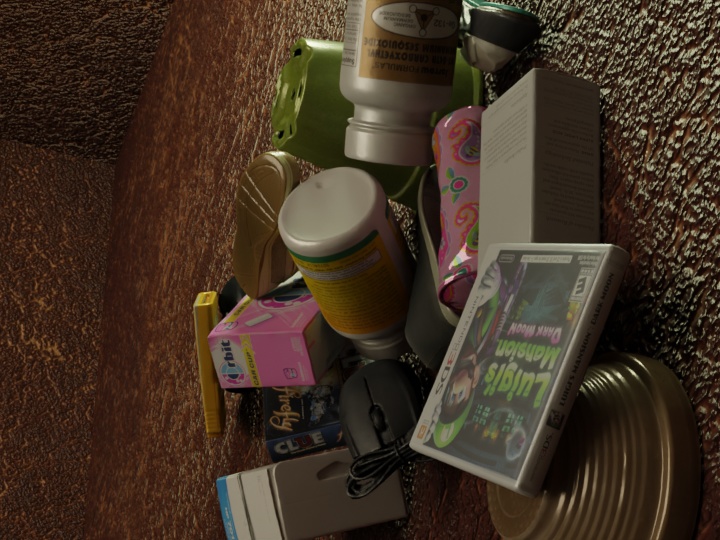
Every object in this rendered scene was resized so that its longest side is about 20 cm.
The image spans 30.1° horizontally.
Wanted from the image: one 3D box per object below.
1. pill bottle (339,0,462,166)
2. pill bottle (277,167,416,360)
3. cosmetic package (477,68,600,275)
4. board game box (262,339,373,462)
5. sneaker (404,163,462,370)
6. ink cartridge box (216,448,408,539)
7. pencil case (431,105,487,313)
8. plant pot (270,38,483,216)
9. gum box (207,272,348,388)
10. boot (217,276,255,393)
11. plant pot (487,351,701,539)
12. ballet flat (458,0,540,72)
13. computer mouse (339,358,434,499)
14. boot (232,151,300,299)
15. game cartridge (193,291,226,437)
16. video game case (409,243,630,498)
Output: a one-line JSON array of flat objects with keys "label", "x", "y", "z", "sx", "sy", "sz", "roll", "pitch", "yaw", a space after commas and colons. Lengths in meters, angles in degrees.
[{"label": "pill bottle", "x": 0.038, "y": -0.209, "z": 1.328, "sx": 0.114, "sy": 0.114, "sz": 0.201, "roll": -144, "pitch": 58, "yaw": -70}, {"label": "pill bottle", "x": 0.000, "y": 0.000, "z": 1.379, "sx": 0.113, "sy": 0.112, "sz": 0.200, "roll": -98, "pitch": -14, "yaw": -45}, {"label": "cosmetic package", "x": 0.154, "y": -0.061, "z": 1.154, "sx": 0.102, "sy": 0.074, "sz": 0.201, "roll": 143, "pitch": 134, "yaw": -62}, {"label": "board game box", "x": -0.043, "y": 0.121, "z": 1.512, "sx": 0.200, "sy": 0.135, "sz": 0.035, "roll": -99, "pitch": -6, "yaw": -53}, {"label": "sneaker", "x": 0.075, "y": -0.006, "z": 1.344, "sx": 0.106, "sy": 0.074, "sz": 0.201, "roll": 125, "pitch": 150, "yaw": -50}, {"label": "ink cartridge box", "x": -0.056, "y": 0.243, "z": 1.443, "sx": 0.200, "sy": 0.146, "sz": 0.086, "roll": 153, "pitch": 107, "yaw": -66}, {"label": "pencil case", "x": 0.111, "y": -0.055, "z": 1.263, "sx": 0.087, "sy": 0.087, "sz": 0.201, "roll": 127, "pitch": 148, "yaw": -52}, {"label": "plant pot", "x": 0.007, "y": -0.171, "z": 1.466, "sx": 0.200, "sy": 0.189, "sz": 0.201, "roll": -169, "pitch": 90, "yaw": -71}, {"label": "gum box", "x": -0.073, "y": 0.054, "z": 1.486, "sx": 0.200, "sy": 0.113, "sz": 0.066, "roll": -52, "pitch": -47, "yaw": -59}, {"label": "boot", "x": -0.176, "y": 0.069, "z": 2.007, "sx": 0.200, "sy": 0.076, "sz": 0.169, "roll": 105, "pitch": 165, "yaw": -58}, {"label": "plant pot", "x": 0.156, "y": 0.155, "z": 0.984, "sx": 0.201, "sy": 0.092, "sz": 0.202, "roll": -168, "pitch": 90, "yaw": -71}, {"label": "ballet flat", "x": 0.130, "y": -0.233, "z": 1.336, "sx": 0.200, "sy": 0.073, "sz": 0.073, "roll": -122, "pitch": 47, "yaw": -73}, {"label": "computer mouse", "x": 0.025, "y": 0.137, "z": 1.348, "sx": 0.138, "sy": 0.053, "sz": 0.200, "roll": -32, "pitch": 22, "yaw": 3}, {"label": "boot", "x": -0.054, "y": -0.066, "z": 1.446, "sx": 0.073, "sy": 0.155, "sz": 0.201, "roll": 49, "pitch": 145, "yaw": 31}, {"label": "game cartridge", "x": -0.224, "y": 0.139, "z": 2.013, "sx": 0.176, "sy": 0.032, "sz": 0.201, "roll": -128, "pitch": 32, "yaw": -83}, {"label": "video game case", "x": 0.113, "y": 0.066, "z": 1.003, "sx": 0.183, "sy": 0.023, "sz": 0.200, "roll": -68, "pitch": 19, "yaw": -6}]
